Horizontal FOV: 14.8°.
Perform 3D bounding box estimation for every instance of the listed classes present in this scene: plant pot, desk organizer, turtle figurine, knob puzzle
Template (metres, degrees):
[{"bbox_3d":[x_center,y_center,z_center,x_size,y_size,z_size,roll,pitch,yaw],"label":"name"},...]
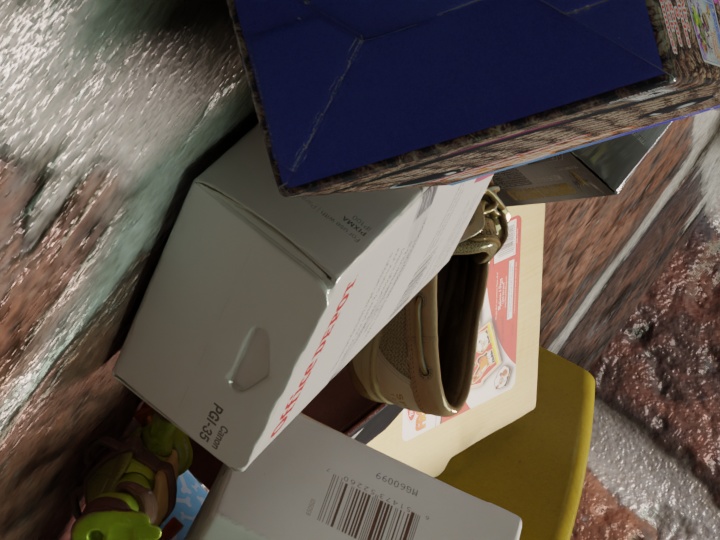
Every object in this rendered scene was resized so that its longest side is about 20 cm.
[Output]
[{"bbox_3d":[0.054,0.138,1.900,0.177,0.199,0.200,-61,176,-32],"label":"plant pot"},{"bbox_3d":[-0.028,0.067,1.523,0.072,0.077,0.200,-48,173,25],"label":"desk organizer"},{"bbox_3d":[-0.106,0.104,1.346,0.201,0.064,0.161,-61,-176,24],"label":"turtle figurine"},{"bbox_3d":[0.038,0.039,1.743,0.219,0.030,0.221,-25,126,-40],"label":"knob puzzle"}]

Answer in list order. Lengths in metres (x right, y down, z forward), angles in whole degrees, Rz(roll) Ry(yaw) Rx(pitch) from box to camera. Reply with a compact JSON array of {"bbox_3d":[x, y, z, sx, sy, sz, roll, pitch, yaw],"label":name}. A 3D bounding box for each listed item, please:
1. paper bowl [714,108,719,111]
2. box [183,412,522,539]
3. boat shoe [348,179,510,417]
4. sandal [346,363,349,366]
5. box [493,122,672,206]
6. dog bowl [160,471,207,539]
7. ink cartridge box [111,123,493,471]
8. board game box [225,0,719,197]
[{"bbox_3d":[0.156,-0.152,1.299,0.105,0.200,0.201,-52,170,-4],"label":"paper bowl"},{"bbox_3d":[-0.032,0.191,1.406,0.200,0.152,0.106,-61,-175,35],"label":"box"},{"bbox_3d":[0.049,-0.025,1.441,0.071,0.064,0.201,2,99,-52],"label":"boat shoe"},{"bbox_3d":[0.001,0.001,1.490,0.200,0.075,0.048,-43,148,-47],"label":"sandal"},{"bbox_3d":[0.145,-0.114,1.621,0.159,0.048,0.200,-52,-168,-11],"label":"box"},{"bbox_3d":[-0.120,0.172,1.565,0.112,0.049,0.200,-50,169,-17],"label":"dog bowl"},{"bbox_3d":[-0.014,-0.023,1.292,0.200,0.083,0.147,-45,167,-44],"label":"ink cartridge box"},{"bbox_3d":[0.062,-0.097,1.082,0.159,0.097,0.200,-16,178,21],"label":"board game box"}]
